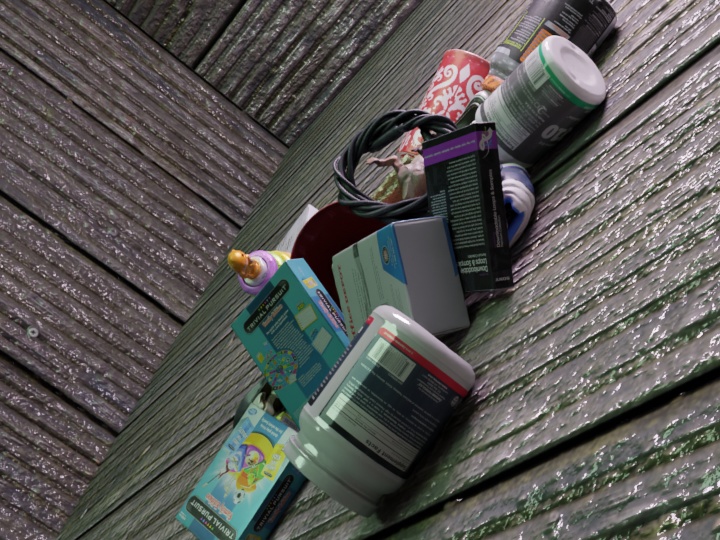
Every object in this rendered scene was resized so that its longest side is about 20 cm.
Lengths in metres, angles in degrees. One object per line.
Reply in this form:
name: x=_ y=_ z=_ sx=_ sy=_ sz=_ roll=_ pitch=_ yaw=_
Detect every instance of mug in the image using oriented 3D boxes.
mug: x=0.165 y=-0.246 z=1.820 sx=0.133 sy=0.177 sz=0.201 roll=20 pitch=75 yaw=39

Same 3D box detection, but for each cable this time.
cable: x=0.048 y=-0.144 z=1.442 sx=0.051 sy=0.198 sz=0.165 roll=18 pitch=-91 yaw=-60

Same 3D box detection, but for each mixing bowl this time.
mixing bowl: x=0.000 y=0.000 z=1.616 sx=0.201 sy=0.200 sz=0.108 roll=-52 pitch=-24 yaw=6

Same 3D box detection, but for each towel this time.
towel: x=0.071 y=-0.099 z=1.700 sx=0.200 sy=0.148 sz=0.037 roll=-48 pitch=53 yaw=21

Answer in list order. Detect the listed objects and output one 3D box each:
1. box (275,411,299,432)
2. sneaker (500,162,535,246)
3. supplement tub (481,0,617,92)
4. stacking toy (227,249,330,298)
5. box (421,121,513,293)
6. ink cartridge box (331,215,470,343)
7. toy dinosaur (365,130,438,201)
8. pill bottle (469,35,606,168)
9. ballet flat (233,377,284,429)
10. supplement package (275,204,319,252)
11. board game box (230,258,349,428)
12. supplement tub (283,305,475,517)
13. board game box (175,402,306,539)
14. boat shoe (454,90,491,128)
box: x=-0.178 y=0.317 z=1.665 sx=0.200 sy=0.047 sz=0.123 roll=-41 pitch=18 yaw=42
sneaker: x=0.147 y=-0.052 z=1.388 sx=0.200 sy=0.081 sz=0.147 roll=-42 pitch=12 yaw=23
supplement tub: x=0.274 y=-0.325 z=1.554 sx=0.201 sy=0.122 sz=0.123 roll=-52 pitch=13 yaw=2
stacking toy: x=-0.145 y=0.009 z=1.636 sx=0.109 sy=0.199 sz=0.117 roll=-33 pitch=63 yaw=18
box: x=0.132 y=-0.072 z=1.314 sx=0.143 sy=0.036 sz=0.203 roll=173 pitch=92 yaw=-66
ink cartridge box: x=0.048 y=0.025 z=1.379 sx=0.083 sy=0.147 sz=0.200 roll=-11 pitch=-7 yaw=-25
toy dinosaur: x=0.098 y=-0.133 z=1.529 sx=0.200 sy=0.136 sz=0.085 roll=-43 pitch=32 yaw=-27
pill bottle: x=0.230 y=-0.213 z=1.444 sx=0.200 sy=0.113 sz=0.114 roll=-44 pitch=16 yaw=37
ballet flat: x=-0.149 y=0.213 z=1.794 sx=0.201 sy=0.073 sz=0.073 roll=-51 pitch=13 yaw=3
supplement package: x=-0.065 y=0.000 z=1.847 sx=0.111 sy=0.155 sz=0.200 roll=-51 pitch=13 yaw=18
board game box: x=-0.085 y=0.109 z=1.548 sx=0.151 sy=0.201 sz=0.047 roll=-47 pitch=-22 yaw=28
supplement tub: x=0.021 y=0.154 z=1.170 sx=0.201 sy=0.140 sz=0.140 roll=-54 pitch=13 yaw=-2
board game box: x=-0.161 y=0.307 z=1.510 sx=0.150 sy=0.047 sz=0.201 roll=20 pitch=72 yaw=51
boat shoe: x=0.155 y=-0.179 z=1.593 sx=0.063 sy=0.071 sz=0.201 roll=-18 pitch=-39 yaw=-33
